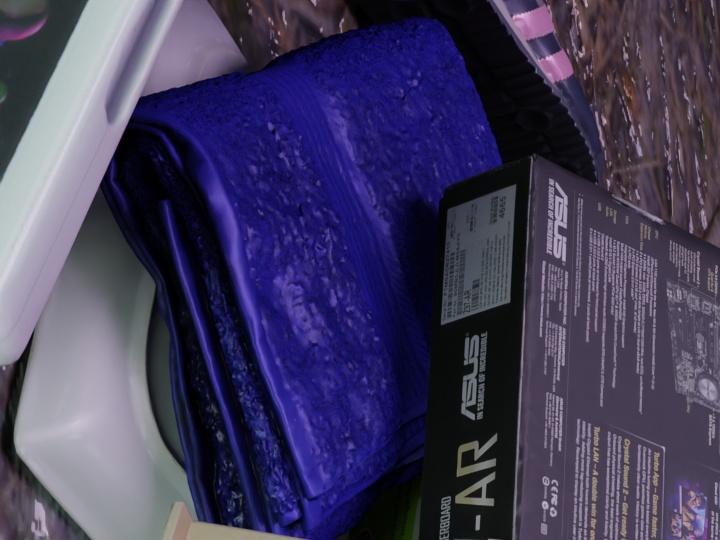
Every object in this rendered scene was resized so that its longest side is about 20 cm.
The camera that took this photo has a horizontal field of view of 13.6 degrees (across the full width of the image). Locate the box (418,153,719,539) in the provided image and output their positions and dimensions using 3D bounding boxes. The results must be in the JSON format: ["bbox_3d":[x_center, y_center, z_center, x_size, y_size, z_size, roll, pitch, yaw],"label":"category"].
[{"bbox_3d":[0.089,0.083,0.960,0.160,0.043,0.201,24,60,-39],"label":"box"}]

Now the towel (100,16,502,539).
[{"bbox_3d":[0.000,0.000,0.962,0.200,0.049,0.148,-26,102,-60],"label":"towel"}]

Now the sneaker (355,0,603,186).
[{"bbox_3d":[0.052,-0.103,1.182,0.200,0.070,0.082,60,36,-44],"label":"sneaker"}]

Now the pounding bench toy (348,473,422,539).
[{"bbox_3d":[0.069,0.145,1.079,0.156,0.124,0.201,57,34,-46],"label":"pounding bench toy"}]

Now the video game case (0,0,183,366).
[{"bbox_3d":[-0.120,-0.078,0.568,0.023,0.199,0.182,72,34,-54],"label":"video game case"}]

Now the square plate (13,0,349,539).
[{"bbox_3d":[-0.040,0.023,0.984,0.200,0.028,0.199,55,35,-47],"label":"square plate"}]

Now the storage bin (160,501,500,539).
[{"bbox_3d":[-0.028,0.200,0.782,0.200,0.093,0.199,96,7,-46],"label":"storage bin"}]
